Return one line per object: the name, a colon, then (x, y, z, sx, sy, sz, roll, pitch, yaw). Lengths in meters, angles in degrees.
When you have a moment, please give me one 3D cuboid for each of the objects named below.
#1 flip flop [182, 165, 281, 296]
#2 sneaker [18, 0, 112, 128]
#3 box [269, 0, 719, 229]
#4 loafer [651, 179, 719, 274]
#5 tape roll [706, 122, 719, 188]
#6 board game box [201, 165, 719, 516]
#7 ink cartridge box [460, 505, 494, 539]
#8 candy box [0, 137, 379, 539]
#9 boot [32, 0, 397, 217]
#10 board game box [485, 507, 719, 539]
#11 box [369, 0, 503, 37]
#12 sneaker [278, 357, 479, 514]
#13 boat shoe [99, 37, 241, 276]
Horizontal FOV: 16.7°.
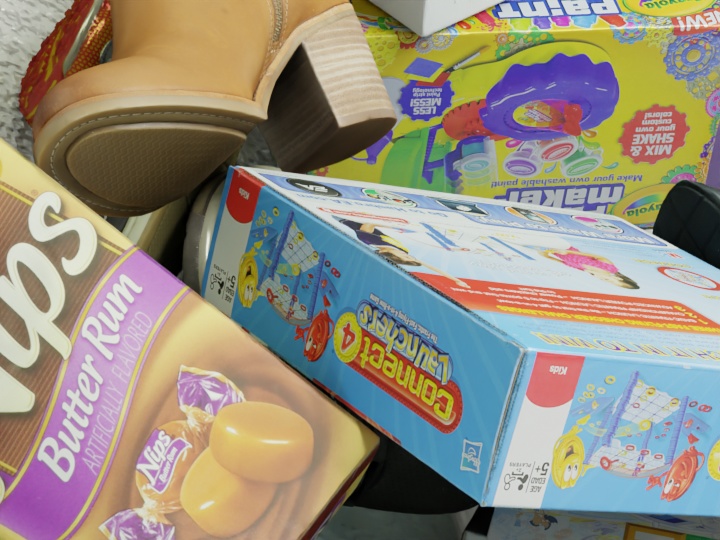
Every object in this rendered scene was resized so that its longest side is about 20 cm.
flip flop: (0.000, 0.000, 1.067, 0.199, 0.057, 0.082, 11, 77, -45)
sneaker: (-0.097, -0.107, 1.139, 0.077, 0.073, 0.200, 42, 30, -4)
box: (0.053, -0.120, 1.194, 0.198, 0.123, 0.193, -3, 40, -13)
loafer: (0.189, 0.033, 0.988, 0.072, 0.073, 0.200, -4, 40, -33)
tape roll: (0.234, -0.119, 1.313, 0.199, 0.085, 0.202, 25, 56, -42)
board game box: (0.073, 0.026, 0.914, 0.199, 0.056, 0.196, 6, 16, -35)
ink cartridge box: (0.147, 0.118, 1.002, 0.199, 0.037, 0.095, 16, 34, 14)
candy box: (-0.107, 0.047, 0.854, 0.199, 0.057, 0.117, 37, 63, 6)
boot: (-0.079, -0.110, 0.949, 0.199, 0.077, 0.156, -16, 73, -48)
board game box: (0.154, 0.102, 0.962, 0.198, 0.034, 0.135, 10, 33, 8)
box: (0.063, -0.205, 1.126, 0.199, 0.098, 0.124, -28, 50, -35)
sneaker: (-0.035, 0.070, 0.947, 0.198, 0.074, 0.082, 14, 37, -16)
boat shoe: (-0.080, -0.080, 1.054, 0.066, 0.072, 0.202, 18, 70, 11)
